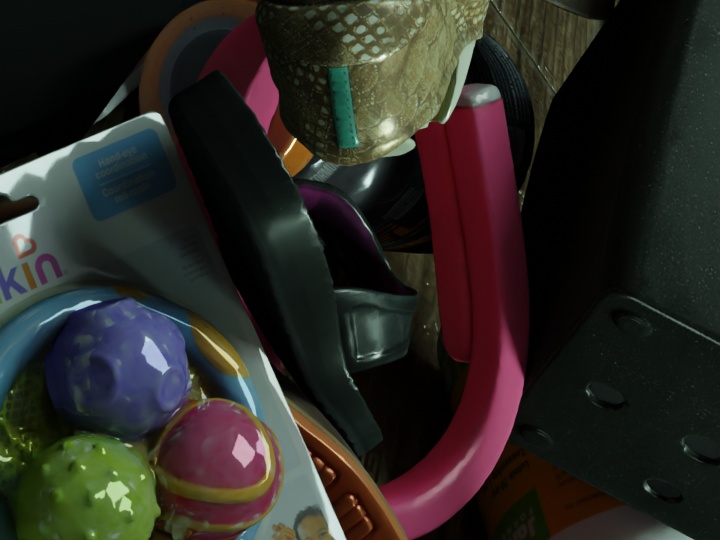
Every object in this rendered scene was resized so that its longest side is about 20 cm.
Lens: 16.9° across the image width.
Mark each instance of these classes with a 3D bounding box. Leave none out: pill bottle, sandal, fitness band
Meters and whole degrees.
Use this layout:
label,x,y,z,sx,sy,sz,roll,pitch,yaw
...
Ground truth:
label,x,y,z,sx,sy,sz,roll,pitch,yaw
pill bottle,-0.011,-0.062,0.968,0.200,0.106,0.106,4,58,-65
sandal,-0.010,0.001,0.730,0.075,0.048,0.200,57,-7,22
fitness band,0.000,0.000,0.865,0.143,0.037,0.200,-21,107,-43
pill bottle,0.107,0.098,1.024,0.111,0.111,0.200,37,30,-48

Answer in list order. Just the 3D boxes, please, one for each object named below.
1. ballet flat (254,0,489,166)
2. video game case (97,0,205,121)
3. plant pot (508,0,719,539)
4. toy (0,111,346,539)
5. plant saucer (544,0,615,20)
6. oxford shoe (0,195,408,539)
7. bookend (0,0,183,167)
label,x,y,z,sx,sy,sz,roll,pitch,yaw
ballet flat,0.005,-0.072,0.772,0.200,0.070,0.065,-45,132,-72
video game case,-0.116,-0.143,0.954,0.143,0.017,0.200,56,20,-10
plant pot,0.161,0.000,0.934,0.200,0.200,0.178,27,60,-2
toy,-0.054,0.065,0.655,0.115,0.047,0.200,-25,97,-32
plant saucer,0.028,-0.172,0.945,0.200,0.035,0.200,34,18,-13
oxford shoe,-0.043,0.046,0.743,0.200,0.071,0.073,51,17,-17
bookend,-0.153,-0.065,0.611,0.092,0.198,0.200,62,-24,5
